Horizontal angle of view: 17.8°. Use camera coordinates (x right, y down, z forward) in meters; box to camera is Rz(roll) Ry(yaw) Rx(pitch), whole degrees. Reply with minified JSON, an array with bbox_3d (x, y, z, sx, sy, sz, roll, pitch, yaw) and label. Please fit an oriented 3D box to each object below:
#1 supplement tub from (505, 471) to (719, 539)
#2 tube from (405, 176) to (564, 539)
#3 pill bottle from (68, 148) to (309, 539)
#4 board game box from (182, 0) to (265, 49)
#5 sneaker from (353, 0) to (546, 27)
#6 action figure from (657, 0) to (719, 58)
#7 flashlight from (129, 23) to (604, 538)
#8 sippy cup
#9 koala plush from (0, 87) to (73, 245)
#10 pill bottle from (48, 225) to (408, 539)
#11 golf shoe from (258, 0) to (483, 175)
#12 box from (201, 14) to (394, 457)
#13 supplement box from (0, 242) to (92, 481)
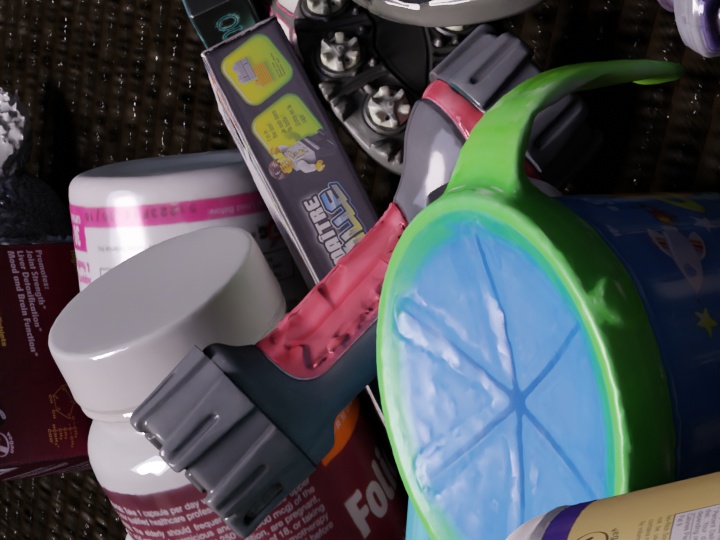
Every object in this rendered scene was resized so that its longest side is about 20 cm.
[{"bbox_3d":[0.142,0.113,0.585,0.199,0.145,0.147,-16,83,23],"label":"supplement tub"},{"bbox_3d":[0.047,0.066,0.840,0.050,0.077,0.202,-121,28,-59],"label":"tube"},{"bbox_3d":[-0.072,0.048,1.086,0.113,0.113,0.202,8,106,61],"label":"pill bottle"},{"bbox_3d":[-0.080,-0.169,1.053,0.135,0.028,0.201,62,-174,-66],"label":"board game box"},{"bbox_3d":[-0.007,-0.163,0.867,0.199,0.076,0.114,32,165,35],"label":"sneaker"},{"bbox_3d":[0.129,-0.070,0.645,0.201,0.069,0.131,-97,-3,-57],"label":"action figure"},{"bbox_3d":[0.000,0.000,0.851,0.068,0.200,0.068,43,174,31],"label":"flashlight"},{"bbox_3d":[0.094,0.032,0.743,0.140,0.129,0.179,50,139,40],"label":"sippy cup"},{"bbox_3d":[-0.211,0.007,1.321,0.200,0.182,0.179,-94,-2,-60],"label":"koala plush"},{"bbox_3d":[-0.045,0.090,0.977,0.114,0.114,0.201,18,139,59],"label":"pill bottle"},{"bbox_3d":[0.001,-0.105,0.964,0.088,0.077,0.201,86,162,-52],"label":"golf shoe"},{"bbox_3d":[-0.002,0.004,0.938,0.201,0.035,0.110,63,177,9],"label":"box"},{"bbox_3d":[-0.151,0.045,1.142,0.061,0.199,0.110,-19,81,35],"label":"supplement box"}]
